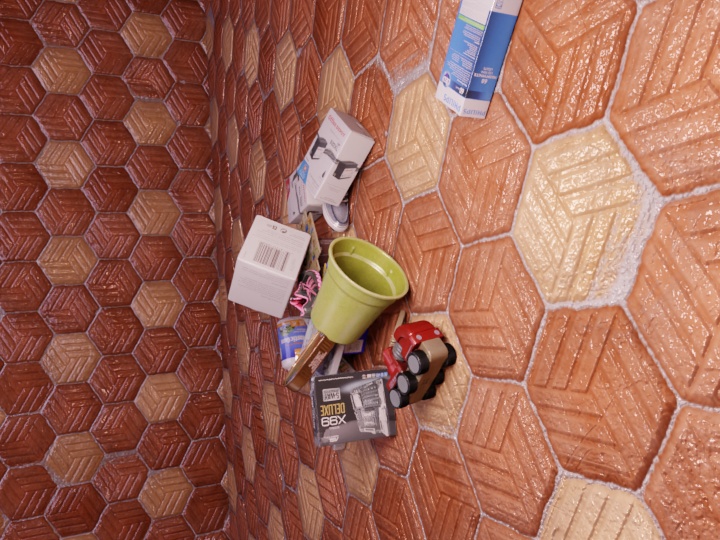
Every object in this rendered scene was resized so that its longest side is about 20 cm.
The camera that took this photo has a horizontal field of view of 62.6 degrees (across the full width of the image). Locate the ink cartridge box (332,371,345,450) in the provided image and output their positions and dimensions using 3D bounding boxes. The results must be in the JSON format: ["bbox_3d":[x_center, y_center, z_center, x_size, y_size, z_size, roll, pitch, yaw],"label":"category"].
[{"bbox_3d":[-0.081,0.382,1.740,0.200,0.043,0.201,-127,41,-54],"label":"ink cartridge box"}]

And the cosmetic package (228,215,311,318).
[{"bbox_3d":[-0.250,-0.007,1.626,0.201,0.163,0.166,119,169,-50],"label":"cosmetic package"}]

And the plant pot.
[{"bbox_3d":[-0.019,0.059,1.349,0.185,0.198,0.201,-59,39,30],"label":"plant pot"}]

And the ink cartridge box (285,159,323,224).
[{"bbox_3d":[-0.161,-0.239,1.820,0.200,0.082,0.149,151,115,-64],"label":"ink cartridge box"}]

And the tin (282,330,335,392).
[{"bbox_3d":[-0.114,0.203,1.426,0.201,0.042,0.112,-53,14,-3],"label":"tin"}]

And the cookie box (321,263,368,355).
[{"bbox_3d":[-0.046,0.099,1.599,0.200,0.074,0.173,-128,43,-52],"label":"cookie box"}]

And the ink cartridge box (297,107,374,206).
[{"bbox_3d":[-0.067,-0.294,1.535,0.201,0.083,0.146,-58,40,23],"label":"ink cartridge box"}]

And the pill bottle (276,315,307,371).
[{"bbox_3d":[-0.206,0.259,1.924,0.112,0.111,0.203,138,126,-59],"label":"pill bottle"}]

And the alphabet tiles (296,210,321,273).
[{"bbox_3d":[-0.148,-0.058,1.661,0.167,0.006,0.202,119,142,-50],"label":"alphabet tiles"}]

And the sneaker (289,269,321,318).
[{"bbox_3d":[-0.142,0.062,1.536,0.200,0.094,0.080,-125,39,-53],"label":"sneaker"}]

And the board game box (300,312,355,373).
[{"bbox_3d":[-0.092,0.202,1.663,0.135,0.034,0.200,53,179,-38],"label":"board game box"}]

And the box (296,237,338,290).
[{"bbox_3d":[-0.115,0.000,1.717,0.201,0.099,0.076,114,145,-43],"label":"box"}]

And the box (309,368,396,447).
[{"bbox_3d":[-0.018,0.322,1.407,0.050,0.197,0.160,157,110,-67],"label":"box"}]

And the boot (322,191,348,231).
[{"bbox_3d":[-0.061,-0.211,1.614,0.090,0.072,0.202,-50,46,48],"label":"boot"}]

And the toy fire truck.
[{"bbox_3d":[0.103,0.159,1.253,0.201,0.127,0.177,56,141,34],"label":"toy fire truck"}]

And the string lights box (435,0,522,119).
[{"bbox_3d":[0.201,-0.383,1.037,0.103,0.058,0.202,-123,38,-49],"label":"string lights box"}]

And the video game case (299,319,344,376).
[{"bbox_3d":[-0.096,0.185,1.532,0.182,0.023,0.203,18,92,58],"label":"video game case"}]
